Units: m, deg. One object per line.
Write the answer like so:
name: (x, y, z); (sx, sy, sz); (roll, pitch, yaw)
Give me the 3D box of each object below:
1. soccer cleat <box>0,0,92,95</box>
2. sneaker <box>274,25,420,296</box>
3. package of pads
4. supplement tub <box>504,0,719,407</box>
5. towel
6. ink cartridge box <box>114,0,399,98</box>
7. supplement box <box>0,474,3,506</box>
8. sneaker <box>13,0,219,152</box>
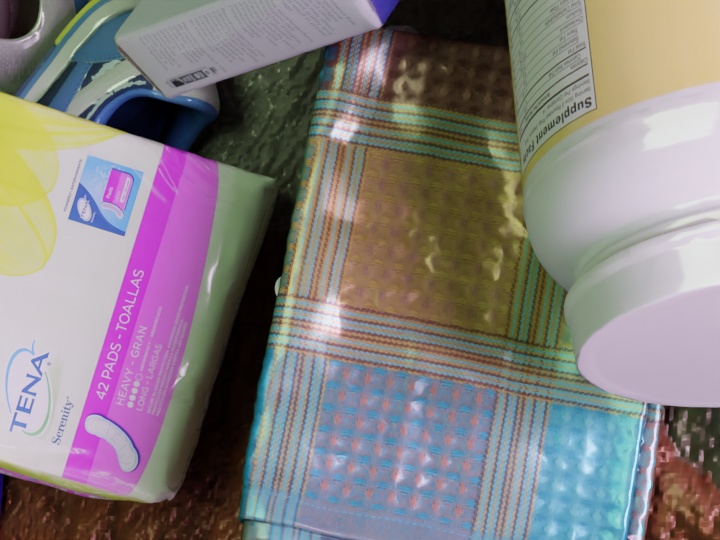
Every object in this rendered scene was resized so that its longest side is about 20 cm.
soccer cleat: (-0.142, -0.182, 0.971); (0.070, 0.086, 0.200); (10, 81, 43)
sneaker: (0.000, 0.000, 0.782); (0.071, 0.073, 0.200); (-7, 71, 23)
package of pads: (-0.152, 0.006, 0.846); (0.068, 0.200, 0.155); (172, 116, -84)
supplement tub: (0.121, -0.069, 0.654); (0.145, 0.145, 0.200); (-21, 62, 35)
towel: (0.042, 0.013, 0.725); (0.146, 0.022, 0.200); (9, 79, 3)
ink cartridge box: (0.015, -0.164, 0.778); (0.200, 0.041, 0.200); (-11, 40, 53)
supplement box: (-0.273, 0.087, 0.913); (0.103, 0.200, 0.101); (-13, 66, 38)
sneaker: (-0.138, -0.037, 0.927); (0.200, 0.074, 0.082); (-52, 50, 16)
